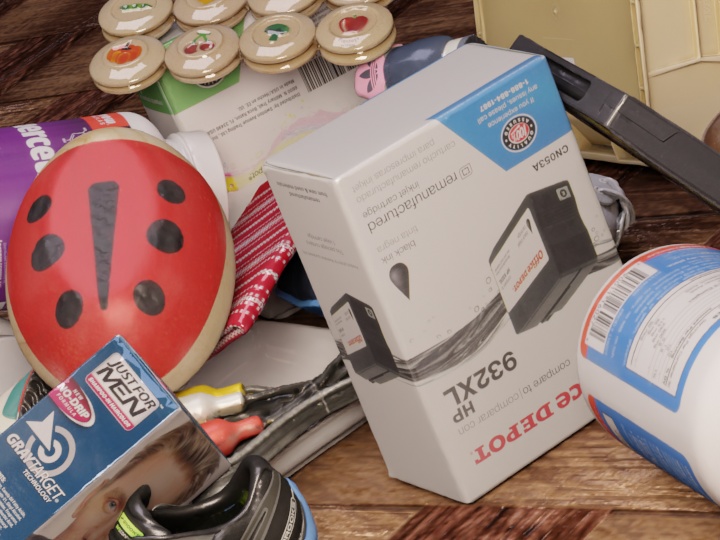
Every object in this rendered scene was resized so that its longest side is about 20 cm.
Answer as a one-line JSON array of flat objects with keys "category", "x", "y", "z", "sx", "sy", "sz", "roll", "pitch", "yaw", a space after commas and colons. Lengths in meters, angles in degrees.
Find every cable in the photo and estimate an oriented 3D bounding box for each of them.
[{"category": "cable", "x": -0.042, "y": 0.070, "z": 1.605, "sx": 0.200, "sy": 0.050, "sz": 0.097, "roll": -27, "pitch": 23, "yaw": -2}]

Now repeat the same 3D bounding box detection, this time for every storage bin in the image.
[{"category": "storage bin", "x": 0.165, "y": -0.179, "z": 1.896, "sx": 0.094, "sy": 0.199, "sz": 0.200, "roll": -14, "pitch": 13, "yaw": -28}]

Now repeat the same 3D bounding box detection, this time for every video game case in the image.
[{"category": "video game case", "x": 0.185, "y": -0.054, "z": 1.559, "sx": 0.026, "sy": 0.200, "sz": 0.181, "roll": -56, "pitch": 20, "yaw": 4}]

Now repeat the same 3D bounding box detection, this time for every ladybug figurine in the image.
[{"category": "ladybug figurine", "x": -0.141, "y": -0.008, "z": 1.648, "sx": 0.135, "sy": 0.072, "sz": 0.200, "roll": -10, "pitch": 50, "yaw": 0}]

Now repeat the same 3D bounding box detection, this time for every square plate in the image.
[{"category": "square plate", "x": -0.079, "y": 0.096, "z": 1.701, "sx": 0.200, "sy": 0.029, "sz": 0.198, "roll": -34, "pitch": 22, "yaw": -27}]

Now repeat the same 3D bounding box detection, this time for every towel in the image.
[{"category": "towel", "x": -0.060, "y": -0.010, "z": 1.746, "sx": 0.145, "sy": 0.022, "sz": 0.200, "roll": -36, "pitch": 18, "yaw": 51}]

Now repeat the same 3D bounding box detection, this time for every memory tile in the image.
[{"category": "memory tile", "x": -0.072, "y": -0.174, "z": 1.824, "sx": 0.199, "sy": 0.017, "sz": 0.154, "roll": -7, "pitch": 41, "yaw": 11}]

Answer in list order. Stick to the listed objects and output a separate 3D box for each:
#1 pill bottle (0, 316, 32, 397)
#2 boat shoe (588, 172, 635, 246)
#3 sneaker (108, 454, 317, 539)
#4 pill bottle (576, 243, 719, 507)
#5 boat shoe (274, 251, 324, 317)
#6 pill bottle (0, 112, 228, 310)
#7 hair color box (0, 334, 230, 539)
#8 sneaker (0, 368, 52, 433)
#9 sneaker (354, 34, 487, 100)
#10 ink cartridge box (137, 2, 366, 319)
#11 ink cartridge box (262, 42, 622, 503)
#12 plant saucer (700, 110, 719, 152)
[{"category": "pill bottle", "x": -0.265, "y": 0.081, "z": 1.815, "sx": 0.112, "sy": 0.113, "sz": 0.200, "roll": -34, "pitch": 19, "yaw": -28}, {"category": "boat shoe", "x": 0.132, "y": -0.033, "z": 1.751, "sx": 0.068, "sy": 0.072, "sz": 0.200, "roll": -25, "pitch": 10, "yaw": -5}, {"category": "sneaker", "x": -0.120, "y": 0.159, "z": 1.496, "sx": 0.199, "sy": 0.083, "sz": 0.071, "roll": -28, "pitch": 24, "yaw": -10}, {"category": "pill bottle", "x": 0.190, "y": 0.059, "z": 1.360, "sx": 0.112, "sy": 0.112, "sz": 0.200, "roll": -28, "pitch": 21, "yaw": -11}, {"category": "boat shoe", "x": 0.000, "y": 0.000, "z": 1.744, "sx": 0.200, "sy": 0.084, "sz": 0.069, "roll": -169, "pitch": 99, "yaw": -75}, {"category": "pill bottle", "x": -0.188, "y": -0.037, "z": 1.778, "sx": 0.199, "sy": 0.113, "sz": 0.112, "roll": -9, "pitch": 14, "yaw": -21}, {"category": "hair color box", "x": -0.173, "y": 0.134, "z": 1.519, "sx": 0.200, "sy": 0.100, "sz": 0.061, "roll": -41, "pitch": 65, "yaw": -4}, {"category": "sneaker", "x": -0.213, "y": 0.141, "z": 1.662, "sx": 0.093, "sy": 0.070, "sz": 0.200, "roll": -35, "pitch": 25, "yaw": 56}, {"category": "sneaker", "x": 0.055, "y": -0.100, "z": 1.841, "sx": 0.082, "sy": 0.200, "sz": 0.070, "roll": -2, "pitch": 68, "yaw": 16}, {"category": "ink cartridge box", "x": -0.051, "y": -0.090, "z": 1.899, "sx": 0.145, "sy": 0.200, "sz": 0.084, "roll": -29, "pitch": 17, "yaw": -15}, {"category": "ink cartridge box", "x": 0.057, "y": 0.001, "z": 1.533, "sx": 0.145, "sy": 0.200, "sz": 0.084, "roll": -32, "pitch": 23, "yaw": -23}, {"category": "plant saucer", "x": 0.308, "y": -0.096, "z": 1.753, "sx": 0.200, "sy": 0.032, "sz": 0.200, "roll": -22, "pitch": 19, "yaw": 8}]
